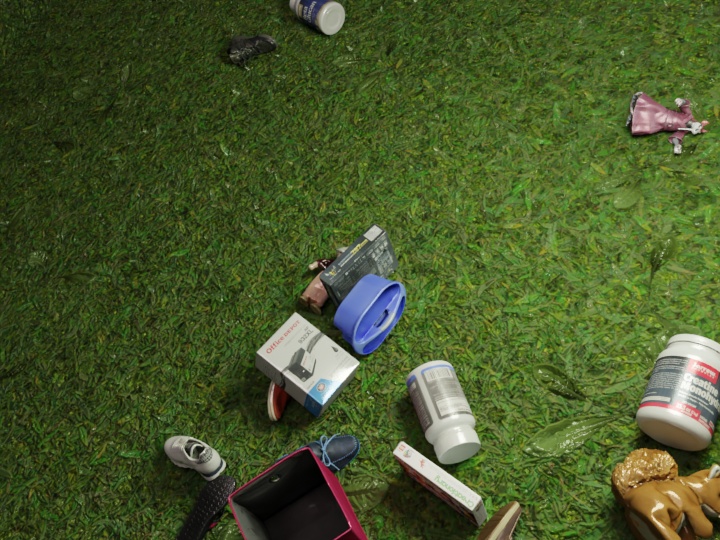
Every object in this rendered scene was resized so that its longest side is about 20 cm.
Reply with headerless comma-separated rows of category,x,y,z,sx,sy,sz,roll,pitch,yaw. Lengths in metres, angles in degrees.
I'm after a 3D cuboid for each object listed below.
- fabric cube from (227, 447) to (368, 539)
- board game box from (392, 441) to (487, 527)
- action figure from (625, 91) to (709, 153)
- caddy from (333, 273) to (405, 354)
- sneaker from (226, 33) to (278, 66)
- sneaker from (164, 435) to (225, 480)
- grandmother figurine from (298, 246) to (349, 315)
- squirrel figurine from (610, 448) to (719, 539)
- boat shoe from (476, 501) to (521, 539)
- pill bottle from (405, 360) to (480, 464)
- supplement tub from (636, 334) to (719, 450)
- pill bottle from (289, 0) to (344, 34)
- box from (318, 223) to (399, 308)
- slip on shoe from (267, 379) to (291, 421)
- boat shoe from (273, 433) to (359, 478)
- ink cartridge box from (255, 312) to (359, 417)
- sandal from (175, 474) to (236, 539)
fabric cube,-0.116,0.516,1.428,0.196,0.199,0.200,-32,54,-4
board game box,0.164,0.437,1.439,0.200,0.126,0.035,29,69,32
action figure,0.800,-0.386,1.837,0.200,0.134,0.149,16,19,12
caddy,0.032,0.107,1.696,0.105,0.141,0.200,25,68,35
sneaker,-0.384,-0.766,2.458,0.199,0.076,0.114,8,62,26
sneaker,-0.396,0.416,1.634,0.200,0.081,0.076,6,49,40
grandmother figurine,-0.082,0.014,1.849,0.121,0.061,0.200,36,68,4
squirrel figurine,0.584,0.412,1.322,0.186,0.142,0.200,-28,56,-10
boat shoe,0.267,0.548,1.378,0.072,0.072,0.200,40,61,3
pill bottle,0.181,0.308,1.529,0.114,0.114,0.200,-21,54,3
supplement tub,0.650,0.243,1.409,0.140,0.140,0.200,19,65,27
pill bottle,-0.157,-0.909,2.458,0.111,0.111,0.200,-43,55,-13
box,0.000,0.000,1.766,0.200,0.158,0.051,-44,55,-13
slip on shoe,-0.172,0.269,1.695,0.061,0.074,0.200,9,56,19
boat shoe,-0.097,0.420,1.567,0.200,0.069,0.084,-26,53,-1
ink cartridge box,-0.126,0.219,1.649,0.200,0.084,0.145,37,60,12
sandal,-0.343,0.547,1.581,0.075,0.045,0.200,29,84,37
